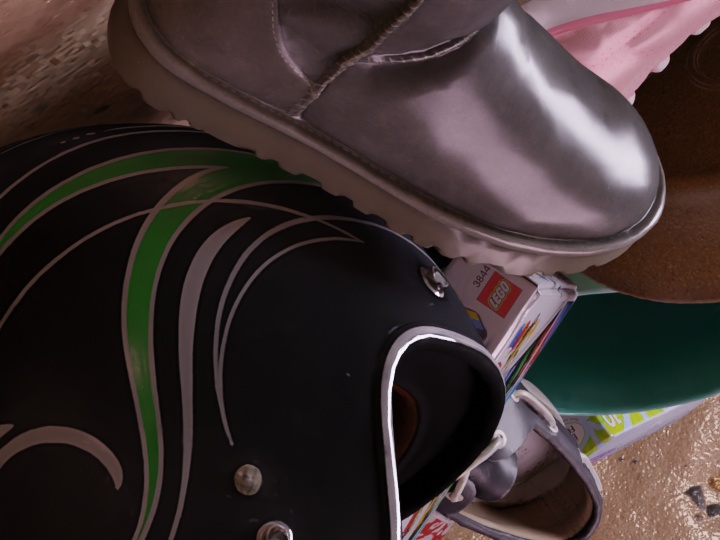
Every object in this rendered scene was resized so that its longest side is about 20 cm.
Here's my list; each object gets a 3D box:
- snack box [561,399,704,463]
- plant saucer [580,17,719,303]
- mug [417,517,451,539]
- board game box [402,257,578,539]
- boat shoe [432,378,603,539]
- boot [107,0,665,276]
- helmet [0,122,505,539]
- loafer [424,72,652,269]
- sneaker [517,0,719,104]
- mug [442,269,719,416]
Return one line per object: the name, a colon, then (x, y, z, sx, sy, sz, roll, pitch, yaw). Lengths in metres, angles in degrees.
snack box: (0.116, 0.032, 1.201, 0.053, 0.143, 0.200, -37, 169, 24)
plant saucer: (0.153, -0.075, 0.854, 0.199, 0.201, 0.036, -34, 128, 1)
mug: (0.016, 0.082, 1.283, 0.132, 0.179, 0.200, 11, 145, -19)
board game box: (0.007, 0.080, 0.796, 0.201, 0.034, 0.126, -57, 170, 6)
boat shoe: (0.046, 0.074, 0.922, 0.074, 0.060, 0.200, -40, 147, 7)
boot: (0.048, -0.087, 0.517, 0.181, 0.073, 0.200, 16, 139, -27)
helmet: (-0.062, 0.052, 0.621, 0.200, 0.199, 0.192, -46, -156, 50)
loafer: (0.020, -0.035, 0.765, 0.199, 0.071, 0.068, -24, 169, -14)
sneaker: (0.065, -0.077, 0.673, 0.199, 0.076, 0.105, -27, 147, 5)
mug: (0.098, -0.019, 0.966, 0.151, 0.115, 0.184, -22, 149, 38)
